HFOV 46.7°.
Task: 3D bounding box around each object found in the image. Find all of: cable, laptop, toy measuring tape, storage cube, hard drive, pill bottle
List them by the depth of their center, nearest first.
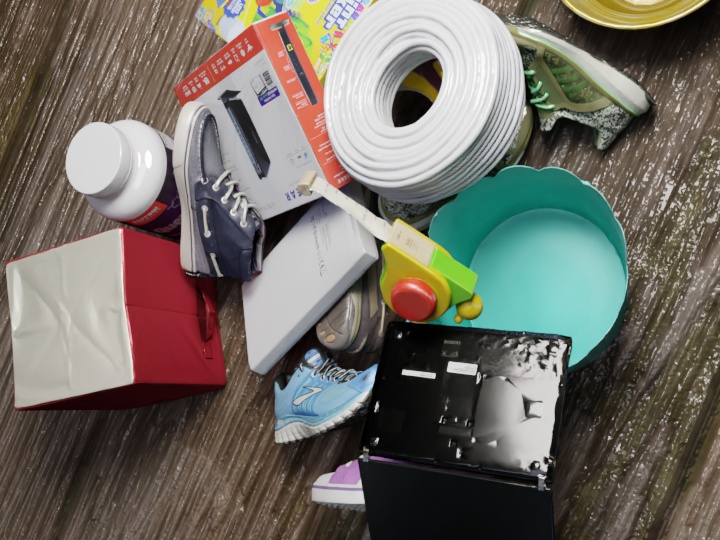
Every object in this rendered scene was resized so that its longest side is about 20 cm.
[{"bbox_3d":[0.021,-0.010,0.742,0.198,0.074,0.074,32,95,-5],"label":"toy measuring tape"},{"bbox_3d":[0.096,0.163,0.745,0.173,0.104,0.204,3,63,24],"label":"laptop"},{"bbox_3d":[0.056,-0.168,0.790,0.197,0.069,0.205,-9,74,32],"label":"cable"},{"bbox_3d":[-0.061,0.002,0.912,0.200,0.026,0.133,-45,38,28],"label":"hard drive"},{"bbox_3d":[-0.243,-0.104,0.969,0.110,0.199,0.115,-4,81,23],"label":"pill bottle"},{"bbox_3d":[-0.283,0.067,0.974,0.196,0.179,0.175,-13,77,20],"label":"storage cube"}]

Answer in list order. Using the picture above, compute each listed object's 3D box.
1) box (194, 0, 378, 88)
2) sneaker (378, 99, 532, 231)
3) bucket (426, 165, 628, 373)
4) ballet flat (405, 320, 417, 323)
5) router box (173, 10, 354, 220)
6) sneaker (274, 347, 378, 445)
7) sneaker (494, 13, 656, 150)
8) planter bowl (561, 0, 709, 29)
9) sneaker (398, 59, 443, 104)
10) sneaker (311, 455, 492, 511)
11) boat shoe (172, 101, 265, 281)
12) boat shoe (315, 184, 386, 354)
[{"bbox_3d":[-0.046,-0.306,0.957,0.192,0.122,0.202,39,98,22],"label":"box"},{"bbox_3d":[0.098,-0.116,0.867,0.199,0.089,0.077,-40,72,2],"label":"sneaker"},{"bbox_3d":[0.164,0.011,0.808,0.203,0.134,0.212,-4,80,22],"label":"bucket"},{"bbox_3d":[0.067,0.111,0.877,0.062,0.068,0.204,18,101,16],"label":"ballet flat"},{"bbox_3d":[-0.106,-0.155,0.909,0.198,0.049,0.182,-14,104,53],"label":"router box"},{"bbox_3d":[-0.039,0.124,0.875,0.198,0.077,0.092,-26,76,47],"label":"sneaker"},{"bbox_3d":[0.192,-0.184,0.829,0.197,0.077,0.090,28,111,-7],"label":"sneaker"},{"bbox_3d":[0.286,-0.324,0.833,0.196,0.083,0.206,-3,82,23],"label":"planter bowl"},{"bbox_3d":[0.114,-0.215,0.897,0.195,0.075,0.092,6,108,8],"label":"sneaker"},{"bbox_3d":[0.039,0.180,0.835,0.197,0.072,0.117,-13,65,26],"label":"sneaker"},{"bbox_3d":[-0.150,-0.082,0.927,0.091,0.075,0.204,10,119,16],"label":"boat shoe"},{"bbox_3d":[0.000,0.000,0.919,0.074,0.073,0.204,-21,52,47],"label":"boat shoe"}]
